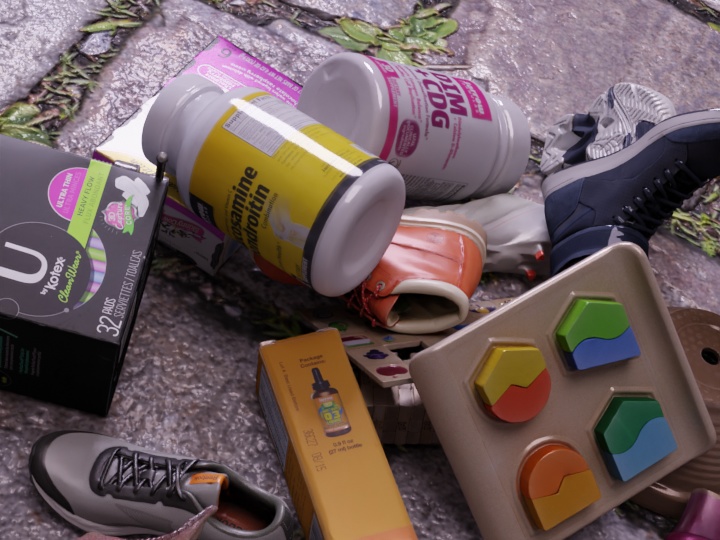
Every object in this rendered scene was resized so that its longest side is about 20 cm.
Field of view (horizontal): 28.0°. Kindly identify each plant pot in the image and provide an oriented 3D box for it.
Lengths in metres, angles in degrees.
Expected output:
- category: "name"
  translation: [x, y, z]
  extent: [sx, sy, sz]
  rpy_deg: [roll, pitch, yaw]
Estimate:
- category: "plant pot"
  translation: [0.273, 0.098, 1.200]
  extent: [0.199, 0.093, 0.202]
  rpy_deg: [11, 48, -12]

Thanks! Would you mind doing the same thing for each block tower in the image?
- category: "block tower"
  translation: [0.096, 0.101, 1.139]
  extent: [0.198, 0.054, 0.058]
  rpy_deg: [2, 50, -4]

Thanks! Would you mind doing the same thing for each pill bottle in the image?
- category: "pill bottle"
  translation: [-0.071, -0.073, 1.121]
  extent: [0.199, 0.113, 0.112]
  rpy_deg: [31, 47, 22]
- category: "pill bottle"
  translation: [0.050, -0.120, 1.263]
  extent: [0.199, 0.114, 0.114]
  rpy_deg: [5, 46, -43]

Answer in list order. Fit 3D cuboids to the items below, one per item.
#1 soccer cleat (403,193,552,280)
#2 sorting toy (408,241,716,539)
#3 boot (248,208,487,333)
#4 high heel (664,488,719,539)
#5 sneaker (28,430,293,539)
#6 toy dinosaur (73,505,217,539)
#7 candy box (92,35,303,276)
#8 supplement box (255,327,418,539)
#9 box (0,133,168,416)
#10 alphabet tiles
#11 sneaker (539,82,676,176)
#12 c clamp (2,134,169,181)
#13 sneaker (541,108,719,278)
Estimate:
- category: "soccer cleat"
  translation: [0.099, -0.033, 1.273]
  extent: [0.198, 0.070, 0.078]
  rpy_deg: [4, 44, -26]
- category: "sorting toy"
  translation: [0.157, 0.102, 1.080]
  extent: [0.199, 0.036, 0.186]
  rpy_deg: [-27, 104, -10]
- category: "boot"
  translation: [0.000, 0.000, 1.168]
  extent: [0.198, 0.076, 0.108]
  rpy_deg: [2, 40, 9]
- category: "high heel"
  translation: [0.322, 0.258, 1.113]
  extent: [0.199, 0.068, 0.097]
  rpy_deg: [28, 64, 8]
- category: "sneaker"
  translation: [-0.137, 0.154, 1.016]
  extent: [0.198, 0.080, 0.074]
  rpy_deg: [20, 49, 0]
- category: "toy dinosaur"
  translation: [-0.186, 0.204, 0.910]
  extent: [0.136, 0.199, 0.086]
  rpy_deg: [49, 10, -26]
- category: "candy box"
  translation: [-0.125, -0.105, 1.253]
  extent: [0.136, 0.061, 0.200]
  rpy_deg: [31, 48, 7]
- category: "supplement box"
  translation: [-0.021, 0.143, 1.070]
  extent: [0.066, 0.069, 0.201]
  rpy_deg: [-11, 57, -16]
- category: "box"
  translation: [-0.260, -0.004, 1.065]
  extent: [0.198, 0.125, 0.150]
  rpy_deg: [16, 57, -5]
- category: "alphabet tiles"
  translation: [0.071, 0.049, 1.166]
  extent: [0.198, 0.008, 0.167]
  rpy_deg: [-6, 19, -24]
- category: "sneaker"
  translation: [0.264, -0.104, 1.321]
  extent: [0.129, 0.199, 0.080]
  rpy_deg: [19, 72, -18]
- category: "c clamp"
  translation: [-0.242, -0.082, 1.126]
  extent: [0.198, 0.171, 0.027]
  rpy_deg: [13, 70, -1]
- category: "sneaker"
  translation: [0.240, -0.038, 1.189]
  extent: [0.077, 0.201, 0.147]
  rpy_deg: [32, 47, -36]
